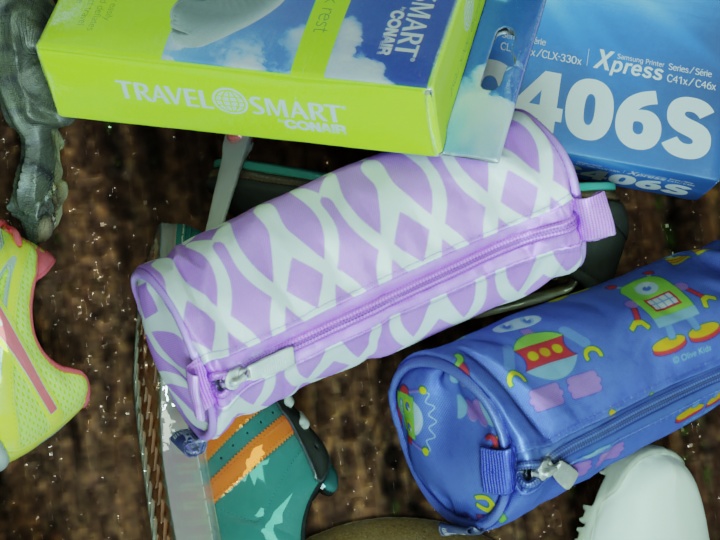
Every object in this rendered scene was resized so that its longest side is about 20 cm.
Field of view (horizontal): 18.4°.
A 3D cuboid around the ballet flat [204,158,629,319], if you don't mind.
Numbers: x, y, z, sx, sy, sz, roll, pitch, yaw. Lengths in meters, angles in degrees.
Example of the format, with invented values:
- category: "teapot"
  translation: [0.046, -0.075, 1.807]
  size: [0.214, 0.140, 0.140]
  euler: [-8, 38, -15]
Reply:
- category: "ballet flat"
  translation: [0.027, -0.012, 1.018]
  size: [0.199, 0.068, 0.069]
  euler: [3, 88, -6]

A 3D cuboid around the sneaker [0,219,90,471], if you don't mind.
- category: "sneaker"
  translation: [-0.186, -0.005, 0.991]
  size: [0.090, 0.078, 0.201]
  euler: [-23, 86, -23]

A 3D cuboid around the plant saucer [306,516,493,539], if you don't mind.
- category: "plant saucer"
  translation: [0.020, 0.210, 0.992]
  size: [0.199, 0.035, 0.201]
  euler: [1, 81, -7]

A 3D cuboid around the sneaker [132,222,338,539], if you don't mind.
- category: "sneaker"
  translation: [-0.054, 0.075, 0.988]
  size: [0.079, 0.071, 0.201]
  euler: [-2, 73, -17]

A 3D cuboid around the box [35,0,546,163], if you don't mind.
- category: "box"
  translation: [-0.026, -0.113, 0.959]
  size: [0.199, 0.048, 0.122]
  euler: [7, 53, 15]

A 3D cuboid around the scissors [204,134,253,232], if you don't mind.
- category: "scissors"
  translation: [-0.047, -0.074, 0.994]
  size: [0.073, 0.014, 0.201]
  euler: [-18, 52, 28]

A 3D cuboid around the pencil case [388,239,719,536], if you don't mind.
- category: "pencil case"
  translation: [0.108, 0.048, 0.974]
  size: [0.199, 0.087, 0.078]
  euler: [-20, 126, -33]

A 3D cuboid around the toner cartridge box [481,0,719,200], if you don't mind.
- category: "toner cartridge box"
  translation: [0.075, -0.099, 1.048]
  size: [0.199, 0.043, 0.096]
  euler: [10, 77, -5]

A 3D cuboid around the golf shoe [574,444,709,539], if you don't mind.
- category: "golf shoe"
  translation: [0.148, 0.175, 0.975]
  size: [0.078, 0.097, 0.201]
  euler: [7, 78, -37]

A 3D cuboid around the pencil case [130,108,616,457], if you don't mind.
- category: "pencil case"
  translation: [0.000, 0.000, 0.934]
  size: [0.199, 0.085, 0.084]
  euler: [-26, 110, -15]

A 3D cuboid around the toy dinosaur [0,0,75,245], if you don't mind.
- category: "toy dinosaur"
  translation: [-0.142, -0.116, 1.008]
  size: [0.088, 0.047, 0.201]
  euler: [-23, 103, -44]
